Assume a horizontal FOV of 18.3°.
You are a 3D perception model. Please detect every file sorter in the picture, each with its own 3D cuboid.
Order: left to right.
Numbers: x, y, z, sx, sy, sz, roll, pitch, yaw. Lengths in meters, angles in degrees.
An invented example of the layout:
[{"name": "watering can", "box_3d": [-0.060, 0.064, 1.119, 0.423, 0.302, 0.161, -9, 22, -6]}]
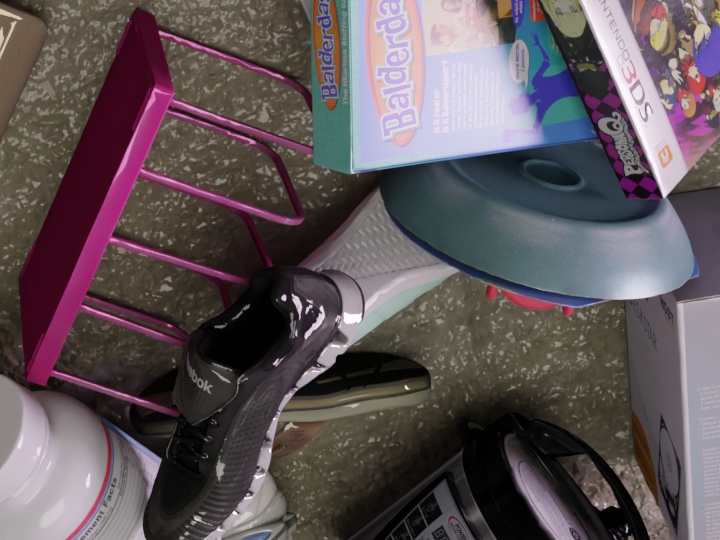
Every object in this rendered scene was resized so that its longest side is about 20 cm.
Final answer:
[{"name": "file sorter", "box_3d": [-0.114, -0.029, 1.371, 0.125, 0.139, 0.200, 19, 110, -19]}]

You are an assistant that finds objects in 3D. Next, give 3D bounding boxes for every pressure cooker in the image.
[{"name": "pressure cooker", "box_3d": [0.096, 0.201, 1.490, 0.200, 0.179, 0.176, -38, 104, 14]}]

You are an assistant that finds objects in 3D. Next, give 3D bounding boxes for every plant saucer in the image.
[{"name": "plant saucer", "box_3d": [0.112, -0.045, 1.366, 0.199, 0.200, 0.036, 9, 115, -13]}]

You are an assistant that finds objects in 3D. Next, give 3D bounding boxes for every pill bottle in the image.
[{"name": "pill bottle", "box_3d": [-0.181, 0.141, 1.377, 0.109, 0.109, 0.200, -38, 138, 8]}]

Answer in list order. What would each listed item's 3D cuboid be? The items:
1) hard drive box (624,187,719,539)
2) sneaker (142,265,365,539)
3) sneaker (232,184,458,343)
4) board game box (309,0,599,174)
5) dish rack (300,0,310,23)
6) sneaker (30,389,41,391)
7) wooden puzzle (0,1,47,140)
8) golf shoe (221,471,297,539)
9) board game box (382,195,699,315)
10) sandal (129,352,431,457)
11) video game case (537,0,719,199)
[{"name": "hard drive box", "box_3d": [0.228, 0.070, 1.465, 0.077, 0.156, 0.201, -8, 115, -4]}, {"name": "sneaker", "box_3d": [-0.081, 0.076, 1.311, 0.200, 0.066, 0.090, -57, 145, 6]}, {"name": "sneaker", "box_3d": [0.000, 0.000, 1.450, 0.200, 0.118, 0.074, -34, 89, -26]}, {"name": "board game box", "box_3d": [0.064, -0.144, 1.318, 0.200, 0.045, 0.153, -9, 105, -33]}, {"name": "dish rack", "box_3d": [0.050, -0.177, 1.383, 0.171, 0.044, 0.200, -24, 115, 2]}, {"name": "sneaker", "box_3d": [-0.226, 0.175, 1.468, 0.082, 0.073, 0.201, 6, 105, -10]}, {"name": "wooden puzzle", "box_3d": [-0.314, -0.109, 1.355, 0.200, 0.046, 0.186, 20, 110, -22]}, {"name": "golf shoe", "box_3d": [-0.146, 0.179, 1.512, 0.200, 0.078, 0.097, -25, 92, 2]}, {"name": "board game box", "box_3d": [0.109, -0.007, 1.377, 0.200, 0.158, 0.039, -13, 127, -44]}, {"name": "sandal", "box_3d": [-0.051, 0.095, 1.470, 0.200, 0.080, 0.058, -3, 113, -9]}, {"name": "video game case", "box_3d": [0.191, -0.173, 1.348, 0.200, 0.036, 0.182, -45, 121, -33]}]
